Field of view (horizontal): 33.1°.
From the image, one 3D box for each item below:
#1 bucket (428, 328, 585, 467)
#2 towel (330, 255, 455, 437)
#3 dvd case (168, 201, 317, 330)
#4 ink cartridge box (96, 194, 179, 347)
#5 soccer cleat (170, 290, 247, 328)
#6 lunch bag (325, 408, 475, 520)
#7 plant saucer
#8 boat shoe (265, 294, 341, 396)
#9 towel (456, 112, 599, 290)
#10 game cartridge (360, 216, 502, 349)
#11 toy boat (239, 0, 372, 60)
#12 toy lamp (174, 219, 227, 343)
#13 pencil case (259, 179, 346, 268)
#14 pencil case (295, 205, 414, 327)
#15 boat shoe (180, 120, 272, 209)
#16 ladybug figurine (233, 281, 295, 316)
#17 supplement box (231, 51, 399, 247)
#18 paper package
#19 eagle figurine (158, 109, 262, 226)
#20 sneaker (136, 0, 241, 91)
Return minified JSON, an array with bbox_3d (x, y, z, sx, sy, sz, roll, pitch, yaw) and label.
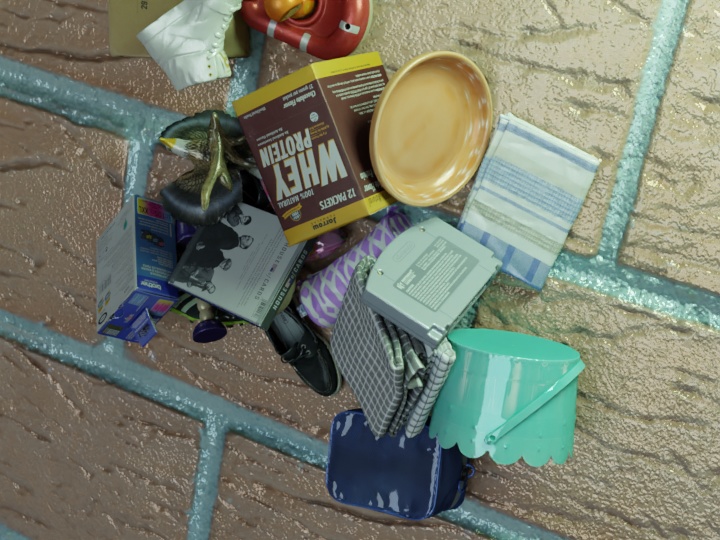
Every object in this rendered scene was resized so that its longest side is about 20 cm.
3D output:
[{"bbox_3d":[0.191,0.160,1.578,0.206,0.207,0.136,11,100,23],"label":"bucket"},{"bbox_3d":[0.032,0.102,1.595,0.166,0.085,0.201,111,145,-42],"label":"towel"},{"bbox_3d":[-0.165,-0.016,1.682,0.199,0.025,0.151,22,80,39],"label":"dvd case"},{"bbox_3d":[-0.332,0.012,1.796,0.136,0.076,0.201,-42,43,41],"label":"ink cartridge box"},{"bbox_3d":[-0.249,0.035,1.840,0.199,0.067,0.082,14,100,24],"label":"soccer cleat"},{"bbox_3d":[0.065,0.267,1.706,0.199,0.132,0.137,10,93,26],"label":"lunch bag"},{"bbox_3d":[0.086,-0.183,1.554,0.037,0.199,0.202,27,116,47],"label":"plant saucer"},{"bbox_3d":[-0.100,0.103,1.780,0.074,0.066,0.200,-26,90,31],"label":"boat shoe"},{"bbox_3d":[0.215,-0.090,1.600,0.146,0.024,0.201,28,115,15],"label":"towel"},{"bbox_3d":[0.088,0.009,1.566,0.133,0.200,0.041,35,133,10],"label":"game cartridge"},{"bbox_3d":[-0.084,-0.357,1.614,0.199,0.131,0.131,26,114,13],"label":"toy boat"},{"bbox_3d":[-0.239,0.007,1.793,0.058,0.058,0.201,-28,63,29],"label":"toy lamp"},{"bbox_3d":[-0.088,-0.109,1.713,0.087,0.087,0.201,-22,93,29],"label":"pencil case"},{"bbox_3d":[0.000,0.000,1.697,0.200,0.084,0.086,-36,74,27],"label":"pencil case"},{"bbox_3d":[-0.201,-0.156,1.767,0.200,0.062,0.075,38,118,15],"label":"boat shoe"},{"bbox_3d":[-0.157,-0.003,1.734,0.136,0.072,0.200,-43,51,6],"label":"ladybug figurine"},{"bbox_3d":[-0.035,-0.164,1.604,0.132,0.197,0.201,-20,94,29],"label":"supplement box"},{"bbox_3d":[-0.255,-0.399,1.708,0.189,0.103,0.202,7,106,23],"label":"paper package"},{"bbox_3d":[-0.211,-0.154,1.673,0.152,0.200,0.151,-43,97,-15],"label":"eagle figurine"},{"bbox_3d":[-0.189,-0.319,1.613,0.199,0.074,0.116,-29,102,24],"label":"sneaker"}]
